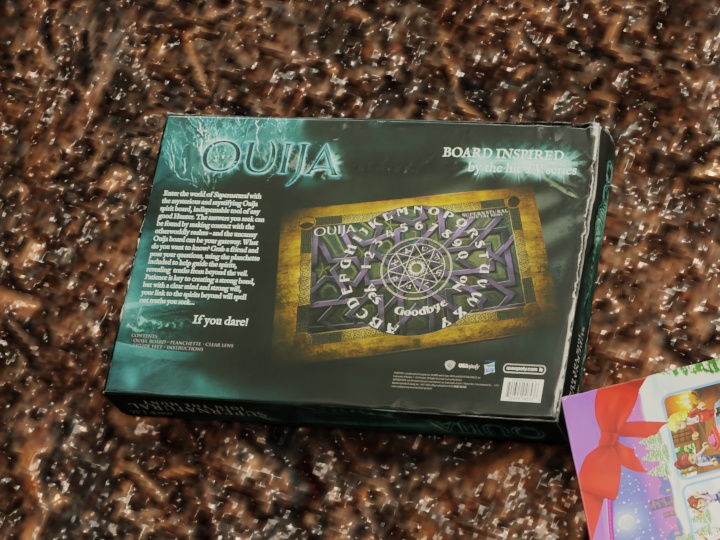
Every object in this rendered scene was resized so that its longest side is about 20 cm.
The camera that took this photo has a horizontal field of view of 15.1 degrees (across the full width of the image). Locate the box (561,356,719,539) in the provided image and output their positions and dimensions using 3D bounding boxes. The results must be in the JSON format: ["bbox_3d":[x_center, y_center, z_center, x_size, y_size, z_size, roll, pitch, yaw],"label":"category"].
[{"bbox_3d":[0.162,0.125,1.024,0.137,0.039,0.200,-15,62,10],"label":"box"}]

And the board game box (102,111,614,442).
[{"bbox_3d":[0.000,0.000,1.142,0.200,0.028,0.135,3,66,20],"label":"board game box"}]
